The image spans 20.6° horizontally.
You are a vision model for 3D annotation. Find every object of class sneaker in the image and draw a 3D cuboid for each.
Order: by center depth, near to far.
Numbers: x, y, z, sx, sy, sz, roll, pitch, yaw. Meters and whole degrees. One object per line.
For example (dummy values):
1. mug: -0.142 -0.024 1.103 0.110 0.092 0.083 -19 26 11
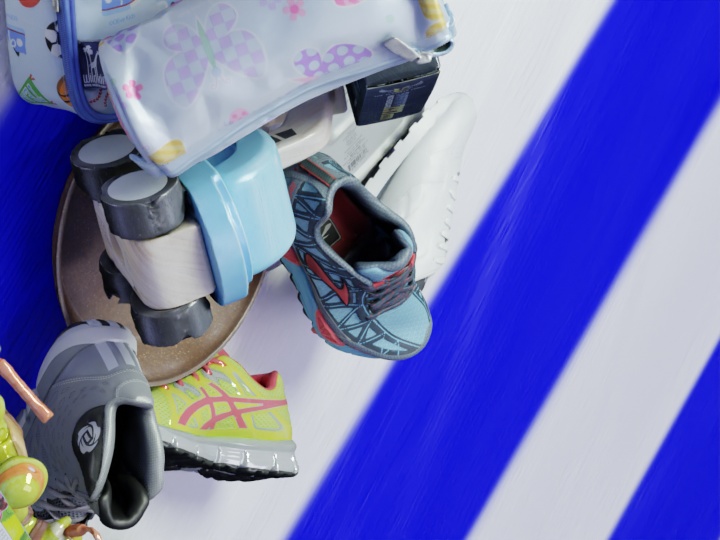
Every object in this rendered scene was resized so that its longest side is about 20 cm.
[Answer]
1. sneaker: -0.178 0.139 1.218 0.075 0.116 0.200 6 120 -35
2. sneaker: 0.000 0.000 1.346 0.079 0.095 0.200 -53 130 -18
3. sneaker: -0.121 0.091 1.356 0.200 0.078 0.091 18 70 -52
4. sneaker: 0.038 -0.039 1.467 0.200 0.080 0.076 -58 172 -7

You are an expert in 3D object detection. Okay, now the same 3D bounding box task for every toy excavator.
1. toy excavator: -0.075 -0.058 1.227 0.200 0.194 0.100 -20 120 -16

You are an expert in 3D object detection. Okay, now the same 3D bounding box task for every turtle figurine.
1. turtle figurine: -0.213 0.103 1.146 0.064 0.161 0.200 -27 125 -15

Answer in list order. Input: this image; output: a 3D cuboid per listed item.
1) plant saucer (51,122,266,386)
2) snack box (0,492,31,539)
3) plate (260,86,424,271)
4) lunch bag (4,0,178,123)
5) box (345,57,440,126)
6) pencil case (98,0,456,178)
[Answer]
1. plant saucer: -0.133 -0.026 1.289 0.200 0.037 0.201 -21 117 -46
2. snack box: -0.246 0.163 1.126 0.068 0.168 0.200 -49 140 -24
3. plate: -0.023 -0.125 1.401 0.200 0.032 0.200 -47 140 -29
4. lunch bag: -0.130 -0.182 1.194 0.200 0.075 0.161 -27 125 -46
5. box: -0.001 -0.199 1.233 0.158 0.051 0.200 108 -32 -85
6. pencil case: -0.046 -0.127 1.111 0.083 0.200 0.091 2 64 -88
